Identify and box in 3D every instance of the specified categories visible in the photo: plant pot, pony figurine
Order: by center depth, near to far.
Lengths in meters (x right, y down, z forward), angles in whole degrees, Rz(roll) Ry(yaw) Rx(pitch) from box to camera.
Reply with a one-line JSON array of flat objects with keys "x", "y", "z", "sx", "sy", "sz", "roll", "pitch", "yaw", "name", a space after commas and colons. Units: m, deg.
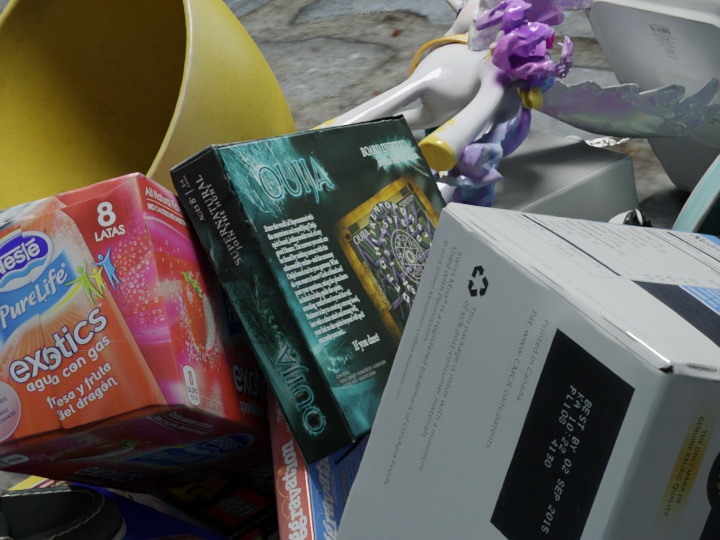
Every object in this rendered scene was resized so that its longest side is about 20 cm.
[{"x": 0.081, "y": -0.113, "z": 1.069, "sx": 0.192, "sy": 0.167, "sz": 0.200, "roll": 4, "pitch": 43, "yaw": 44, "name": "pony figurine"}, {"x": -0.118, "y": -0.075, "z": 1.084, "sx": 0.199, "sy": 0.202, "sz": 0.142, "roll": 11, "pitch": -9, "yaw": 45, "name": "plant pot"}]

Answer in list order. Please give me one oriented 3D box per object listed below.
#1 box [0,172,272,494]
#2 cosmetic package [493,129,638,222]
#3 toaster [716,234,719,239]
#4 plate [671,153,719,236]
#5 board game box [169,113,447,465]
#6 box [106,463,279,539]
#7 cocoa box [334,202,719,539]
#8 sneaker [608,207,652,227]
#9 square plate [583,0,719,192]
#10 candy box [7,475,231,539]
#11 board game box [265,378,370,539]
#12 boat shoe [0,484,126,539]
[{"x": -0.095, "y": 0.035, "z": 0.822, "sx": 0.095, "sy": 0.101, "sz": 0.200, "roll": -16, "pitch": -14, "yaw": 11, "name": "box"}, {"x": 0.061, "y": -0.007, "z": 1.101, "sx": 0.199, "sy": 0.091, "sz": 0.107, "roll": -22, "pitch": 25, "yaw": -27, "name": "cosmetic package"}, {"x": 0.216, "y": 0.048, "z": 0.842, "sx": 0.180, "sy": 0.120, "sz": 0.199, "roll": -29, "pitch": 28, "yaw": -34, "name": "toaster"}, {"x": 0.210, "y": -0.040, "z": 0.971, "sx": 0.200, "sy": 0.201, "sz": 0.026, "roll": -31, "pitch": 60, "yaw": -36, "name": "plate"}, {"x": 0.000, "y": 0.000, "z": 0.846, "sx": 0.028, "sy": 0.136, "sz": 0.200, "roll": -28, "pitch": -5, "yaw": 26, "name": "board game box"}, {"x": -0.066, "y": 0.094, "z": 0.992, "sx": 0.136, "sy": 0.040, "sz": 0.199, "roll": -29, "pitch": 28, "yaw": -30, "name": "box"}, {"x": 0.083, "y": 0.096, "z": 0.642, "sx": 0.130, "sy": 0.201, "sz": 0.133, "roll": 5, "pitch": 21, "yaw": -34, "name": "cocoa box"}, {"x": 0.119, "y": 0.026, "z": 1.012, "sx": 0.079, "sy": 0.074, "sz": 0.200, "roll": -19, "pitch": 13, "yaw": 33, "name": "sneaker"}, {"x": 0.210, "y": -0.101, "z": 1.107, "sx": 0.028, "sy": 0.199, "sz": 0.200, "roll": -41, "pitch": 31, "yaw": -15, "name": "square plate"}, {"x": -0.136, "y": 0.172, "z": 0.804, "sx": 0.169, "sy": 0.078, "sz": 0.199, "roll": -31, "pitch": 27, "yaw": -35, "name": "candy box"}, {"x": -0.005, "y": 0.080, "z": 0.826, "sx": 0.019, "sy": 0.103, "sz": 0.201, "roll": -28, "pitch": 42, "yaw": 19, "name": "board game box"}, {"x": -0.198, "y": 0.122, "z": 0.781, "sx": 0.198, "sy": 0.057, "sz": 0.067, "roll": -18, "pitch": 21, "yaw": -12, "name": "boat shoe"}]
